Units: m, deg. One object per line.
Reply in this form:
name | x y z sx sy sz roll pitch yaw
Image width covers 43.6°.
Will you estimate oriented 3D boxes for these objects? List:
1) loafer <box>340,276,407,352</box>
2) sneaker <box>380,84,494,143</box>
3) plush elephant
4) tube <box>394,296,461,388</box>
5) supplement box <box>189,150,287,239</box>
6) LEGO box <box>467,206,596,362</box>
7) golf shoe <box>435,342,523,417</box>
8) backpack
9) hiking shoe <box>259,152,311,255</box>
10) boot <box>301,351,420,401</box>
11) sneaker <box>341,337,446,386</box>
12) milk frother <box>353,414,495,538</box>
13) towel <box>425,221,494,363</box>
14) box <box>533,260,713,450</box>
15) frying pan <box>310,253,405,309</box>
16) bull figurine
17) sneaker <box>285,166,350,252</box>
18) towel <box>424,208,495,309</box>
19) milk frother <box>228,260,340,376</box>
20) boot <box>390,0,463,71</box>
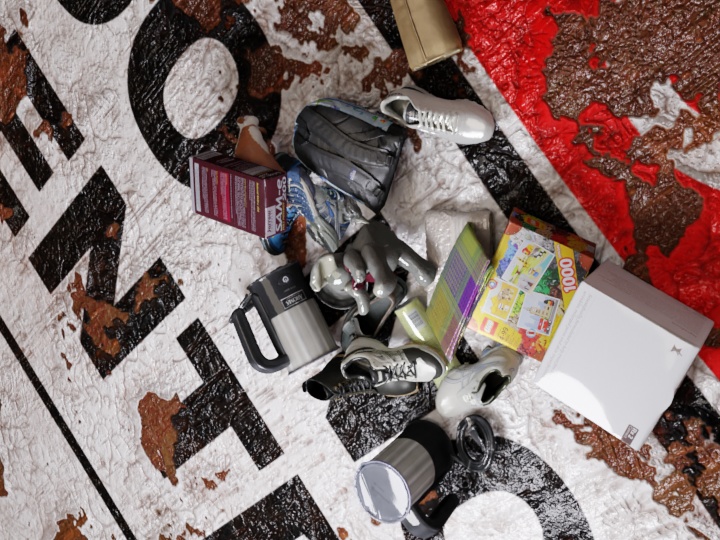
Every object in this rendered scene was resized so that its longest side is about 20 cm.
loafer | 0.013 0.090 1.682 0.071 0.063 0.201 37 124 -1
sneaker | 0.128 -0.253 1.504 0.196 0.080 0.078 19 112 25
plush elephant | 0.000 0.000 1.577 0.201 0.164 0.156 49 124 14
tube | 0.133 0.145 1.644 0.202 0.051 0.058 58 164 -3
supplement box | -0.220 -0.139 1.616 0.197 0.060 0.111 21 120 35
LEGO box | 0.277 0.024 1.474 0.146 0.077 0.203 23 116 8
golf shoe | 0.198 0.205 1.572 0.078 0.098 0.200 38 121 -10
backpack | -0.025 -0.221 1.586 0.196 0.155 0.166 19 120 3
hiking shoe | -0.144 -0.119 1.718 0.085 0.074 0.205 20 114 29
boot | 0.001 0.218 1.691 0.196 0.138 0.079 3 107 31
sneaker | 0.057 0.180 1.625 0.196 0.088 0.077 3 119 26
milk frother | 0.121 0.348 1.616 0.179 0.187 0.203 36 120 17
towel | 0.165 0.036 1.514 0.022 0.145 0.203 10 118 -19
box | 0.409 0.129 1.410 0.198 0.130 0.202 32 119 20
frying pan | -0.012 -0.001 1.690 0.189 0.031 0.115 -36 103 26
bull figurine | -0.195 -0.189 1.671 0.121 0.065 0.202 -45 70 29
sneaker | -0.075 -0.126 1.630 0.076 0.085 0.201 30 159 36
towel | 0.174 -0.006 1.577 0.130 0.034 0.205 4 106 31
milk frother | -0.159 0.109 1.767 0.178 0.200 0.191 -26 86 -7
boot | 0.061 -0.431 1.502 0.173 0.066 0.204 -17 96 35
